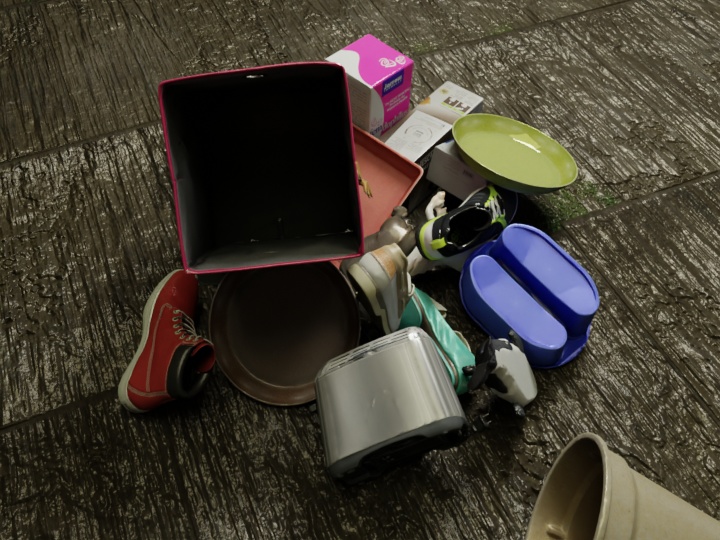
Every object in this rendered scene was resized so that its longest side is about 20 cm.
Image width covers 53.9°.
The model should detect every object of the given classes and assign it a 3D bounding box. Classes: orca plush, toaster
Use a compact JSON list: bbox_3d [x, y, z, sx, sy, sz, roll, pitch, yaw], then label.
[{"bbox_3d":[0.155,0.131,0.854,0.070,0.199,0.108,-12,82,25],"label":"orca plush"},{"bbox_3d":[0.038,0.154,0.822,0.197,0.114,0.131,-24,64,9],"label":"toaster"}]

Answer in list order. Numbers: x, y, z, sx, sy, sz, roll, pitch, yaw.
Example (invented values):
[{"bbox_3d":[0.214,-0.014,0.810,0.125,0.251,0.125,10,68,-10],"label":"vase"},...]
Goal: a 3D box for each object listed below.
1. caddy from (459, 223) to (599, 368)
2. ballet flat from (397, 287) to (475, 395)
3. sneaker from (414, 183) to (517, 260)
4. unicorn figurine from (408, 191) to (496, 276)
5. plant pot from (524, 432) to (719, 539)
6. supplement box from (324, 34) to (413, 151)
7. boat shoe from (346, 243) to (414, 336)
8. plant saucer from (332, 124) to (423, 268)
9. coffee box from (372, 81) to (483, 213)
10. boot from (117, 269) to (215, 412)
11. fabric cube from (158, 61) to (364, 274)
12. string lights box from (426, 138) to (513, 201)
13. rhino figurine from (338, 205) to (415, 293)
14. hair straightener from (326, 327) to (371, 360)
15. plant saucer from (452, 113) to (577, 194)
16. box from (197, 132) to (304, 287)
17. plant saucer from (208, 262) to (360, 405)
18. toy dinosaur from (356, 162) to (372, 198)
[{"bbox_3d":[0.226,0.036,0.964,0.141,0.105,0.200,-40,74,-13],"label":"caddy"},{"bbox_3d":[0.098,0.084,0.958,0.069,0.068,0.201,-2,46,-36],"label":"ballet flat"},{"bbox_3d":[0.164,-0.065,0.975,0.198,0.082,0.073,-32,102,-29],"label":"sneaker"},{"bbox_3d":[0.121,-0.037,1.035,0.196,0.074,0.140,14,66,1],"label":"unicorn figurine"},{"bbox_3d":[0.282,0.296,0.714,0.181,0.202,0.202,23,52,3],"label":"plant pot"},{"bbox_3d":[0.009,-0.250,1.130,0.103,0.202,0.101,37,59,26],"label":"supplement box"},{"bbox_3d":[0.035,0.028,0.881,0.068,0.200,0.075,-38,74,-6],"label":"boat shoe"},{"bbox_3d":[-0.029,-0.111,1.074,0.198,0.037,0.201,36,90,26],"label":"plant saucer"},{"bbox_3d":[0.108,-0.200,1.148,0.079,0.115,0.200,32,56,23],"label":"coffee box"},{"bbox_3d":[-0.218,0.076,0.898,0.143,0.072,0.203,-20,46,37],"label":"boot"},{"bbox_3d":[-0.101,-0.118,0.811,0.192,0.204,0.200,-6,11,0],"label":"fabric cube"},{"bbox_3d":[0.205,-0.176,1.131,0.102,0.060,0.199,35,41,24],"label":"string lights box"},{"bbox_3d":[0.000,0.000,0.970,0.060,0.200,0.088,44,11,-12],"label":"rhino figurine"},{"bbox_3d":[0.032,0.131,0.923,0.198,0.041,0.077,29,73,28],"label":"hair straightener"},{"bbox_3d":[0.225,-0.170,1.057,0.196,0.031,0.202,12,38,-10],"label":"plant saucer"},{"bbox_3d":[-0.144,-0.088,0.978,0.145,0.205,0.124,2,11,0],"label":"box"},{"bbox_3d":[-0.096,0.070,0.915,0.196,0.032,0.205,0,92,4],"label":"plant saucer"},{"bbox_3d":[-0.044,-0.127,1.032,0.104,0.060,0.204,-17,70,18],"label":"toy dinosaur"}]
